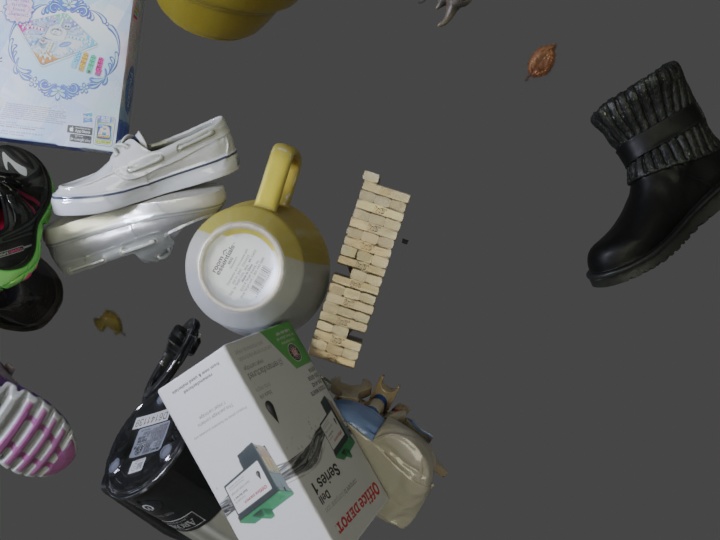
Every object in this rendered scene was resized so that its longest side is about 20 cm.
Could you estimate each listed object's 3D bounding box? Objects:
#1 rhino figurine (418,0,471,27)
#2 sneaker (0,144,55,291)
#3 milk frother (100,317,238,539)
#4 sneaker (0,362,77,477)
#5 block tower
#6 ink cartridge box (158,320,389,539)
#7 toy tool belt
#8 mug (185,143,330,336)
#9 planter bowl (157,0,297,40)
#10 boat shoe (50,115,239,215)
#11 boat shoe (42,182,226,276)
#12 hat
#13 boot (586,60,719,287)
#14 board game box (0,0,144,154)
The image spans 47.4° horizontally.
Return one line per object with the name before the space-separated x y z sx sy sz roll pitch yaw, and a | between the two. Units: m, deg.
rhino figurine | 0.089 -0.359 0.868 0.086 0.060 0.203 3 92 11
sneaker | -0.359 -0.071 0.825 0.076 0.084 0.201 -20 45 -1
milk frother | -0.146 0.177 0.841 0.188 0.179 0.202 46 57 -33
sneaker | -0.384 0.137 0.867 0.200 0.088 0.081 43 90 -22
block tower | 0.000 0.000 0.871 0.057 0.054 0.203 16 91 0
ink cartridge box | -0.071 0.161 0.737 0.084 0.146 0.202 -33 85 18
toy tool belt | -0.003 0.169 0.856 0.199 0.123 0.126 35 105 13
mug | -0.113 -0.020 0.824 0.147 0.153 0.189 -15 89 1
planter bowl | -0.149 -0.294 0.838 0.198 0.201 0.084 24 126 0
boat shoe | -0.228 -0.112 0.853 0.198 0.074 0.066 -20 112 -16
boat shoe | -0.234 -0.041 0.871 0.197 0.072 0.069 -17 111 -6
hat | -0.411 0.024 0.828 0.199 0.201 0.081 32 109 1
boot | 0.284 -0.099 0.853 0.210 0.079 0.159 -38 96 -10
board game box | -0.341 -0.236 0.881 0.197 0.043 0.202 7 90 1
